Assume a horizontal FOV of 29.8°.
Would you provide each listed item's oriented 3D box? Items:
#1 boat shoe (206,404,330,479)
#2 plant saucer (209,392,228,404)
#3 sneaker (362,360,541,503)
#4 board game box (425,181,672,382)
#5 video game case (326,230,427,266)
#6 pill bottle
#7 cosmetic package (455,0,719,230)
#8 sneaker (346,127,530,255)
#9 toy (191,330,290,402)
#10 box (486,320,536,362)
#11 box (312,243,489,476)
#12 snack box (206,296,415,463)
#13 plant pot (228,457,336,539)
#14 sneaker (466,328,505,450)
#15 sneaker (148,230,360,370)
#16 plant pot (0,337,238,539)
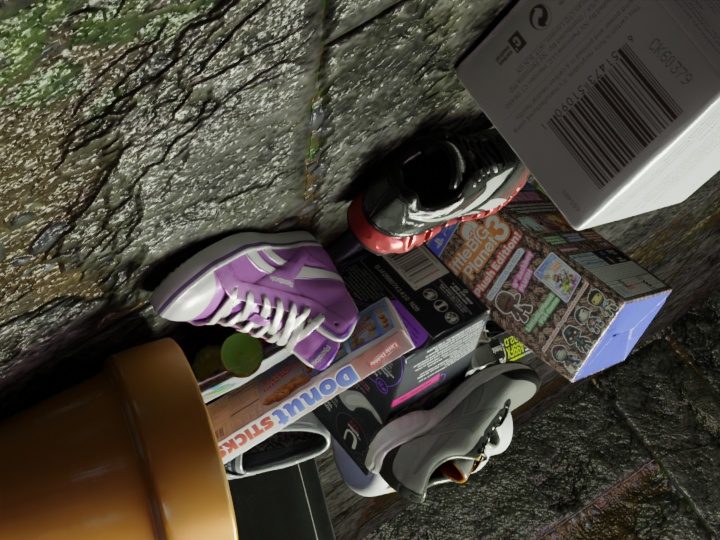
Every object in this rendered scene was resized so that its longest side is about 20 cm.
[{"bbox_3d":[-0.126,0.177,1.344,0.199,0.069,0.072,-6,114,-12],"label":"boat shoe"},{"bbox_3d":[-0.138,0.168,1.472,0.200,0.037,0.200,-33,164,-11],"label":"plant saucer"},{"bbox_3d":[0.097,0.153,1.265,0.200,0.079,0.074,-28,150,-30],"label":"sneaker"},{"bbox_3d":[0.186,0.004,1.357,0.159,0.200,0.097,-7,132,-60],"label":"board game box"},{"bbox_3d":[0.000,0.000,1.314,0.143,0.019,0.200,-40,165,10],"label":"video game case"},{"bbox_3d":[0.074,0.188,1.546,0.200,0.109,0.109,-6,149,-34],"label":"pill bottle"},{"bbox_3d":[0.218,-0.154,1.059,0.165,0.165,0.200,-46,162,32],"label":"cosmetic package"},{"bbox_3d":[0.084,-0.082,1.151,0.200,0.071,0.098,-26,164,-30],"label":"sneaker"},{"bbox_3d":[-0.112,0.079,1.226,0.115,0.047,0.200,-25,176,-10],"label":"toy"},{"bbox_3d":[0.113,0.098,1.628,0.200,0.044,0.160,-11,-175,38],"label":"box"},{"bbox_3d":[0.026,0.080,1.285,0.106,0.122,0.200,-27,151,-30],"label":"box"},{"bbox_3d":[-0.051,0.094,1.145,0.200,0.024,0.072,-32,-157,3],"label":"snack box"},{"bbox_3d":[-0.124,0.307,1.509,0.177,0.200,0.200,-14,174,2],"label":"plant pot"},{"bbox_3d":[0.125,0.097,1.436,0.074,0.088,0.201,-23,118,-50],"label":"sneaker"},{"bbox_3d":[-0.070,0.031,1.073,0.200,0.114,0.073,-14,155,-52],"label":"sneaker"},{"bbox_3d":[-0.213,0.172,1.068,0.183,0.201,0.200,-14,158,-17],"label":"plant pot"}]
